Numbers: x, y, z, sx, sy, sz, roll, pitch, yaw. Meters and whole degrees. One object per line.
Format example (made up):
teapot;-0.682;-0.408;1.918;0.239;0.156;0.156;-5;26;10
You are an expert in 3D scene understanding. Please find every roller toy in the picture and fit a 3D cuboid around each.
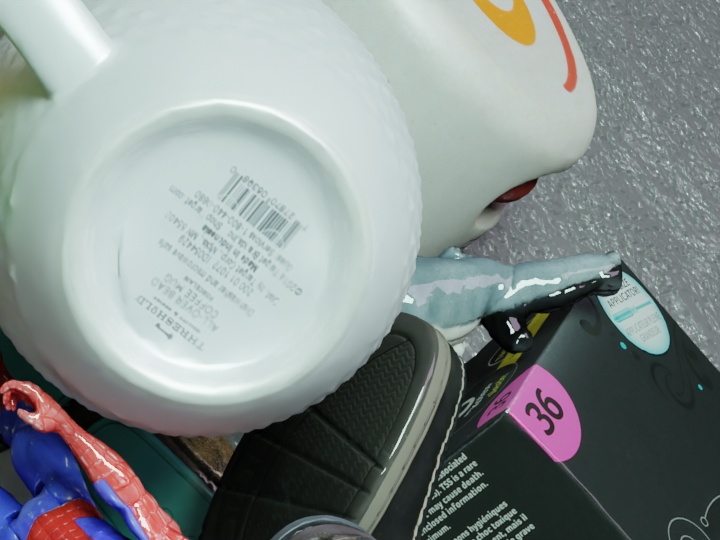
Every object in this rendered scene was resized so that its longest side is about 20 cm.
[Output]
roller toy;0.002;-0.088;1.073;0.182;0.139;0.201;33;29;-40

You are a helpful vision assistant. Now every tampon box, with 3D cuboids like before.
tampon box;0.106;0.125;1.000;0.200;0.126;0.150;47;32;-5

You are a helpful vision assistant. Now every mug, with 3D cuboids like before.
mug;-0.068;-0.042;0.759;0.200;0.147;0.175;52;0;-15

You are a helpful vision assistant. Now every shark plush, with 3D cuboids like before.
shark plush;0.000;0.000;0.936;0.091;0.198;0.084;-48;142;-79

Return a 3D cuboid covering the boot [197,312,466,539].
boot;0.013;0.126;0.857;0.150;0.201;0.073;27;-5;-39

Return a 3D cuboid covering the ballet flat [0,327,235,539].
ballet flat;-0.098;0.047;0.895;0.200;0.071;0.071;50;32;-1

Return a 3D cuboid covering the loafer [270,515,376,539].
loafer;-0.021;0.177;0.750;0.071;0.063;0.201;20;83;-24

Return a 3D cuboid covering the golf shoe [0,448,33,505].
golf shoe;-0.091;0.134;0.782;0.072;0.092;0.201;23;40;-34

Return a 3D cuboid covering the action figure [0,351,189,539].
action figure;-0.112;0.062;0.739;0.200;0.065;0.099;39;-6;47
